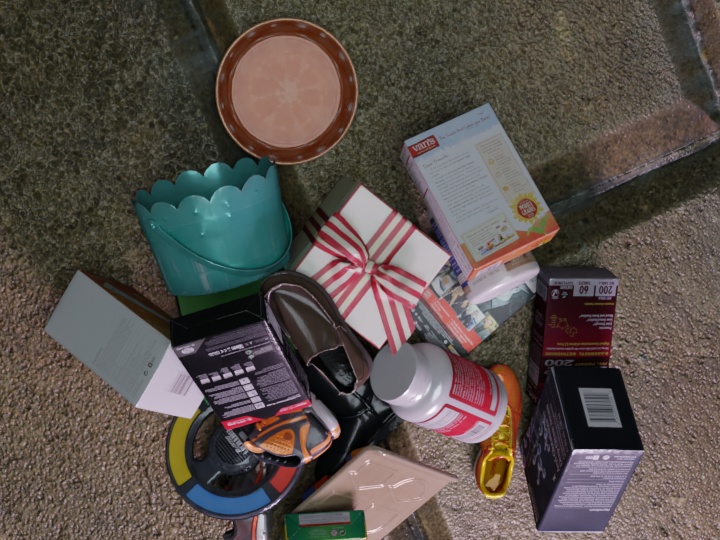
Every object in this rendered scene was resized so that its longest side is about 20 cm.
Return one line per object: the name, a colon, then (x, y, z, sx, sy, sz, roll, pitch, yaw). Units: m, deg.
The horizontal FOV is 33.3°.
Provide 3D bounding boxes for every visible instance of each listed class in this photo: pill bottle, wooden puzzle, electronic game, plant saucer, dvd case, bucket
pill bottle: (0.109, 0.167, 1.694, 0.200, 0.112, 0.113, 27, 95, -43)
wooden puzzle: (0.012, 0.314, 1.719, 0.200, 0.046, 0.185, -40, 136, 24)
electronic game: (-0.174, 0.246, 1.674, 0.199, 0.042, 0.201, -2, 68, 5)
plant saucer: (-0.103, -0.248, 1.672, 0.199, 0.032, 0.202, -2, 100, -9)
dvd case: (0.160, 0.028, 1.765, 0.200, 0.022, 0.146, -41, 103, 0)
bucket: (-0.191, -0.059, 1.608, 0.206, 0.207, 0.136, -16, 107, -6)
pill bottle: (0.161, -0.064, 1.685, 0.110, 0.111, 0.201, -25, 81, -4)

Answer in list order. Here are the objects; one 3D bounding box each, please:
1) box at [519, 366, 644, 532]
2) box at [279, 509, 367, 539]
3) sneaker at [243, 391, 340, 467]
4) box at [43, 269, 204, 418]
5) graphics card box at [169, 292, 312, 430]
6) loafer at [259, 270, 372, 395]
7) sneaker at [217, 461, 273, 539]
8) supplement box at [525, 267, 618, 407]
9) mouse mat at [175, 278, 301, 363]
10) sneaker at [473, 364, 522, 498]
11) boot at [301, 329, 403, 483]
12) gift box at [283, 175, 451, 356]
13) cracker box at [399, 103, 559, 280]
box: (0.311, 0.257, 1.720, 0.106, 0.149, 0.201, 2, 134, -9)
box: (-0.059, 0.405, 1.733, 0.117, 0.200, 0.049, -1, 55, -10)
sneaker: (-0.130, 0.184, 1.638, 0.112, 0.078, 0.200, -40, 70, -19)
box: (-0.300, 0.098, 1.598, 0.200, 0.124, 0.098, 32, 93, 31)
graphics card box: (-0.149, 0.119, 1.527, 0.125, 0.051, 0.200, -16, 140, 7)
loafer: (-0.054, 0.082, 1.556, 0.073, 0.071, 0.200, -37, 109, 20)
sneaker: (-0.169, 0.304, 1.732, 0.081, 0.077, 0.201, 3, 92, 6)
supplement box: (0.310, 0.099, 1.770, 0.108, 0.061, 0.201, 0, 107, -9)
mouse mat: (-0.173, 0.088, 1.703, 0.160, 0.008, 0.201, -10, 103, 12)
sneaker: (0.209, 0.239, 1.780, 0.072, 0.077, 0.201, 0, 98, -7)
boot: (-0.036, 0.196, 1.736, 0.198, 0.073, 0.162, -44, 101, 1)
gift box: (0.000, 0.000, 1.650, 0.184, 0.187, 0.201, 32, 92, -12)
cracker box: (0.157, -0.106, 1.607, 0.133, 0.058, 0.201, -25, 78, -12)
